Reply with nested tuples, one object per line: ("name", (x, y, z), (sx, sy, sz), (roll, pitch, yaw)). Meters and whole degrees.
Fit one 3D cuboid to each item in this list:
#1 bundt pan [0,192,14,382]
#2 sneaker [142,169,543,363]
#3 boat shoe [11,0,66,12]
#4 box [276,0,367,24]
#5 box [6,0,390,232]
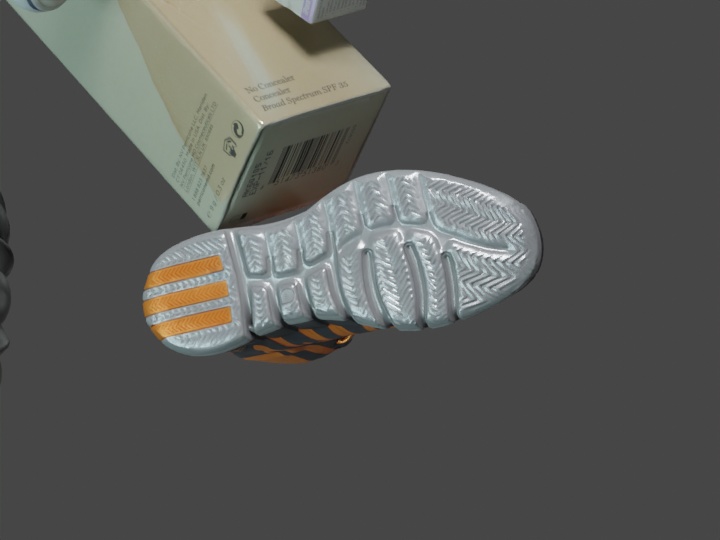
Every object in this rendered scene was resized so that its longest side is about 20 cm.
("bundt pan", (-0.254, 0.025, 1.448), (0.202, 0.076, 0.202), (-174, 90, -72))
("sneaker", (0.000, 0.000, 1.204), (0.200, 0.112, 0.078), (-8, 83, 16))
("boat shoe", (-0.098, -0.204, 1.164), (0.070, 0.200, 0.071), (28, 170, 23))
("box", (-0.004, -0.213, 1.139), (0.039, 0.041, 0.200), (38, 132, 32))
("box", (-0.089, -0.120, 1.233), (0.200, 0.095, 0.078), (47, 134, 23))
